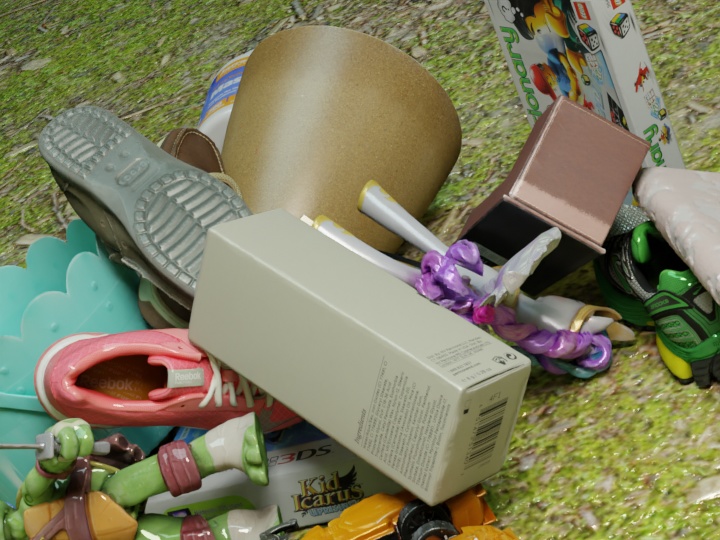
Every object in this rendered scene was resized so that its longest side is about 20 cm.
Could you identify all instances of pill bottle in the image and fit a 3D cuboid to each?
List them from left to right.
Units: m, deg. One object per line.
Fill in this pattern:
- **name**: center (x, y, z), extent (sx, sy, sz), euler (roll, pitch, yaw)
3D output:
- **pill bottle**: center (-0.091, -0.134, 1.682), extent (0.111, 0.113, 0.200), euler (-18, 25, 10)

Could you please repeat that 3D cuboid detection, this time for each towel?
- **towel**: center (0.274, -0.008, 1.084), extent (0.190, 0.032, 0.200), euler (5, 21, -12)

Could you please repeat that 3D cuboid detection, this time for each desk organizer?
- **desk organizer**: center (0.121, -0.045, 1.213), extent (0.077, 0.071, 0.200), euler (-62, 2, -11)

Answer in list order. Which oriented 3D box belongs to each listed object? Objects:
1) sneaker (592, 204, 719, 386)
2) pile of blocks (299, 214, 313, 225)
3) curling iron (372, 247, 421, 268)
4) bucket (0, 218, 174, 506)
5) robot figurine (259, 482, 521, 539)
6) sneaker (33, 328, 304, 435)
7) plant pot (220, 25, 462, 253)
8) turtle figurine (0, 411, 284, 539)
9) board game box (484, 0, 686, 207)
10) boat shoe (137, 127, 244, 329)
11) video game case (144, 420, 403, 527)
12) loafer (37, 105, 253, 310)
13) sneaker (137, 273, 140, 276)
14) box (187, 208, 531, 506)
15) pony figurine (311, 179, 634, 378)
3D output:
- **sneaker**: center (0.198, -0.006, 1.184), extent (0.078, 0.086, 0.200), euler (-25, 23, -4)
- **pile of blocks**: center (-0.056, 0.031, 1.241), extent (0.200, 0.062, 0.082), euler (-53, -3, -42)
- **curling iron**: center (0.000, 0.000, 1.247), extent (0.026, 0.199, 0.050), euler (-56, 45, 24)
- **bucket**: center (-0.217, 0.074, 1.280), extent (0.207, 0.135, 0.207), euler (-34, 17, 12)
- **robot figurine**: center (-0.010, 0.182, 1.008), extent (0.199, 0.059, 0.145), euler (-24, 23, -4)
- **sneaker**: center (-0.098, 0.070, 1.124), extent (0.199, 0.074, 0.087), euler (-3, -2, -11)
- **plant pot**: center (-0.040, -0.051, 1.412), extent (0.185, 0.187, 0.201), euler (-5, 46, 35)
- **turtle figurine**: center (-0.144, 0.159, 1.071), extent (0.192, 0.145, 0.200), euler (-12, -11, 0)
- **board game box**: center (0.164, -0.112, 1.293), extent (0.035, 0.201, 0.126), euler (-33, 26, -22)
- **boat shoe**: center (-0.107, -0.039, 1.287), extent (0.075, 0.074, 0.203), euler (-44, 33, 30)
- **video game case**: center (-0.032, 0.097, 1.225), extent (0.180, 0.046, 0.200), euler (-13, 25, 19)
- **loafer**: center (-0.129, -0.032, 1.197), extent (0.075, 0.070, 0.200), euler (-37, 60, -20)
- **sneaker**: center (-0.197, 0.004, 1.430), extent (0.201, 0.075, 0.084), euler (-70, 17, 0)
- **box**: center (-0.005, 0.045, 1.051), extent (0.200, 0.083, 0.068), euler (33, 33, 31)
- **pony figurine**: center (0.064, 0.023, 1.138), extent (0.199, 0.167, 0.193), euler (24, 21, 12)
